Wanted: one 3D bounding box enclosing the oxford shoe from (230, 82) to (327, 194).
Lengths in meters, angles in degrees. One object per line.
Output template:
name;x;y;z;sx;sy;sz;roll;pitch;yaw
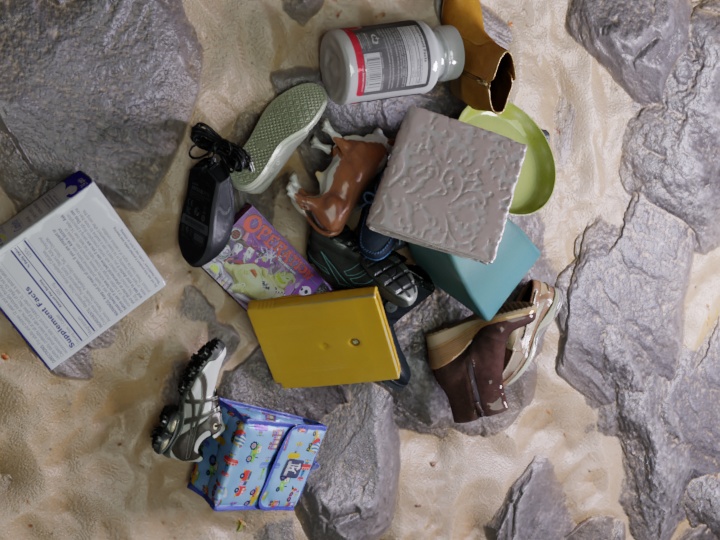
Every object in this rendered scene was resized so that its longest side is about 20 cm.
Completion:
oxford shoe;-0.120;-0.193;1.669;0.200;0.075;0.058;-54;161;-11

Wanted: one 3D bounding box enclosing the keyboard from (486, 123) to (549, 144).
keyboard;0.225;-0.183;1.841;0.199;0.040;0.105;1;104;-25

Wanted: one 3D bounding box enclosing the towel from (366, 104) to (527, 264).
towel;0.126;-0.122;1.634;0.190;0.032;0.201;19;71;3

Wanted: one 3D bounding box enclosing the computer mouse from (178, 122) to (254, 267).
computer mouse;-0.206;-0.099;1.627;0.053;0.138;0.201;-2;115;-43

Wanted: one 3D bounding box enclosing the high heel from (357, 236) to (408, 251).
high heel;0.049;-0.116;1.756;0.142;0.071;0.201;-19;121;-26

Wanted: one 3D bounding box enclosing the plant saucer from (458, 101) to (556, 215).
plant saucer;0.223;-0.176;1.796;0.199;0.031;0.201;12;66;-29

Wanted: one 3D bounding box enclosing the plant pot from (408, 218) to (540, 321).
plant pot;0.160;-0.045;1.747;0.141;0.141;0.200;-51;149;-4

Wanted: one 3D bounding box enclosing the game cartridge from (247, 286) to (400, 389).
game cartridge;-0.053;0.104;1.724;0.199;0.033;0.177;-5;130;13

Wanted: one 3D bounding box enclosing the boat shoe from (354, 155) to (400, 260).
boat shoe;0.042;-0.116;1.680;0.084;0.069;0.201;16;77;4

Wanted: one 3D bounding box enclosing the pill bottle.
pill bottle;0.049;-0.311;1.680;0.199;0.111;0.111;-12;109;-22

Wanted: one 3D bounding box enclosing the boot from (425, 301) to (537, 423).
boot;0.219;0.151;1.885;0.199;0.072;0.167;-20;100;11

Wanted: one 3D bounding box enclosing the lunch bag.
lunch bag;-0.149;0.298;1.790;0.200;0.094;0.151;16;96;-40

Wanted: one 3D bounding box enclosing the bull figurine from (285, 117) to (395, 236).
bull figurine;-0.029;-0.150;1.700;0.121;0.065;0.200;32;69;-10

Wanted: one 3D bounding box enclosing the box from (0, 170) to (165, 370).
box;-0.405;-0.002;1.558;0.200;0.105;0.184;-37;117;-12

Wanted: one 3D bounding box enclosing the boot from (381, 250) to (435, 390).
boot;0.058;0.079;1.793;0.168;0.076;0.200;-41;113;13

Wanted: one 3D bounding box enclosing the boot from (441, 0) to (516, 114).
boot;0.185;-0.343;1.716;0.071;0.144;0.202;-10;108;-23

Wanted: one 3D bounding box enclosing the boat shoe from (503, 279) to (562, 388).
boat shoe;0.264;0.104;1.930;0.072;0.076;0.200;31;84;-22

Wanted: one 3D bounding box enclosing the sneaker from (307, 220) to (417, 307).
sneaker;0.000;0.000;1.720;0.075;0.200;0.079;-26;147;-51

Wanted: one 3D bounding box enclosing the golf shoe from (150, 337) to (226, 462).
golf shoe;-0.236;0.197;1.707;0.094;0.078;0.200;26;103;-14

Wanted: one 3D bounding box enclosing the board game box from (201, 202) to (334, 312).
board game box;-0.145;0.007;1.730;0.120;0.032;0.200;-49;119;-10
